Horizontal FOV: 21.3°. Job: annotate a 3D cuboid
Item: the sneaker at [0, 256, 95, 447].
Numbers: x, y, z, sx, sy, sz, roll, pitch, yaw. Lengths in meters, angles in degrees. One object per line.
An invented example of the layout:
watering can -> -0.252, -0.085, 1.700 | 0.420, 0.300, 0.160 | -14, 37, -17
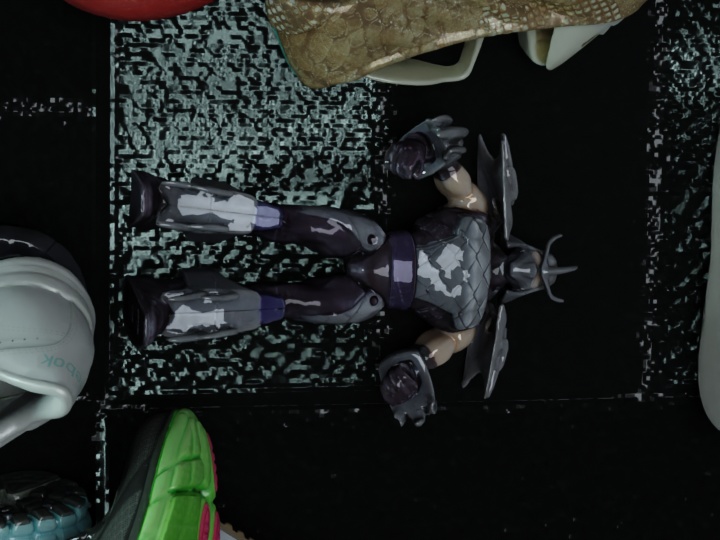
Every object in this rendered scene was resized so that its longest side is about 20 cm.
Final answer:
sneaker -> -0.195, 0.064, 0.733 | 0.199, 0.089, 0.076 | -26, 122, 7

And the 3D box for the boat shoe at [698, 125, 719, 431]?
boat shoe -> 0.204, -0.021, 0.854 | 0.068, 0.072, 0.202 | 5, 90, -34

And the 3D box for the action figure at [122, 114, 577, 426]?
action figure -> 0.000, 0.000, 0.812 | 0.198, 0.069, 0.132 | 1, 88, -16

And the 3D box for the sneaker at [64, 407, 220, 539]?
sneaker -> -0.115, 0.136, 0.738 | 0.083, 0.077, 0.201 | 18, 64, 17

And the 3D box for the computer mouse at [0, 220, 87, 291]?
computer mouse -> -0.216, -0.007, 0.769 | 0.198, 0.046, 0.142 | -15, 118, -1

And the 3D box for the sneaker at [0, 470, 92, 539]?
sneaker -> -0.204, 0.147, 0.784 | 0.198, 0.078, 0.087 | -9, 102, -10

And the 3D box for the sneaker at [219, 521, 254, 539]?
sneaker -> -0.033, 0.191, 0.809 | 0.199, 0.070, 0.109 | 34, 63, -8

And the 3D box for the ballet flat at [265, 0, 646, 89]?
ballet flat -> 0.057, -0.116, 0.819 | 0.198, 0.071, 0.066 | -8, 126, -8

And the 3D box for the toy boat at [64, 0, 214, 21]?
toy boat -> -0.108, -0.188, 0.731 | 0.131, 0.131, 0.200 | -46, 103, -2
